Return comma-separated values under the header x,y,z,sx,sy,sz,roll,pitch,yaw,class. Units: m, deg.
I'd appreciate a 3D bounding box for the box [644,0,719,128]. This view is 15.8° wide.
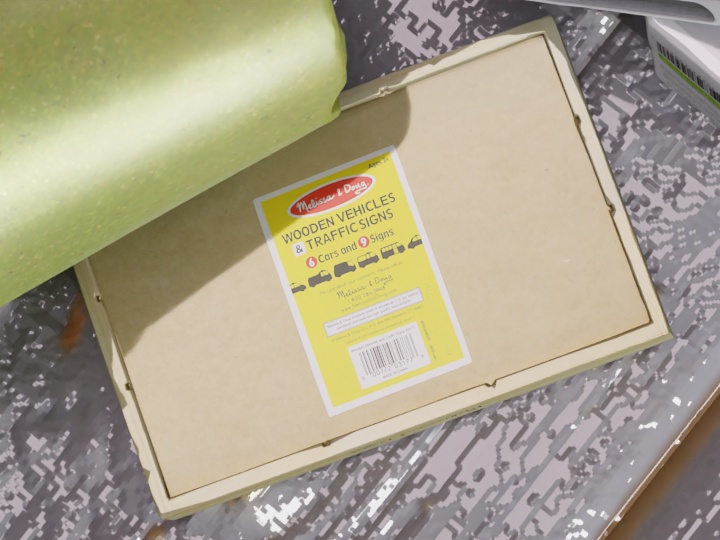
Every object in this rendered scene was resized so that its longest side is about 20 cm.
x,y,z,sx,sy,sz,roll,pitch,yaw,class
0.205,-0.116,0.892,0.112,0.101,0.200,41,92,11,box

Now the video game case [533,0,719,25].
x,y,z,sx,sy,sz,roll,pitch,yaw,class
0.135,-0.172,0.873,0.182,0.022,0.201,15,69,52,video game case

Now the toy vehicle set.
x,y,z,sx,sy,sz,roll,pitch,yaw,class
0.000,0.000,0.950,0.199,0.027,0.125,-20,81,6,toy vehicle set

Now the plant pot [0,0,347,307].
x,y,z,sx,sy,sz,roll,pitch,yaw,class
-0.110,-0.083,0.892,0.183,0.200,0.201,-21,81,-9,plant pot
